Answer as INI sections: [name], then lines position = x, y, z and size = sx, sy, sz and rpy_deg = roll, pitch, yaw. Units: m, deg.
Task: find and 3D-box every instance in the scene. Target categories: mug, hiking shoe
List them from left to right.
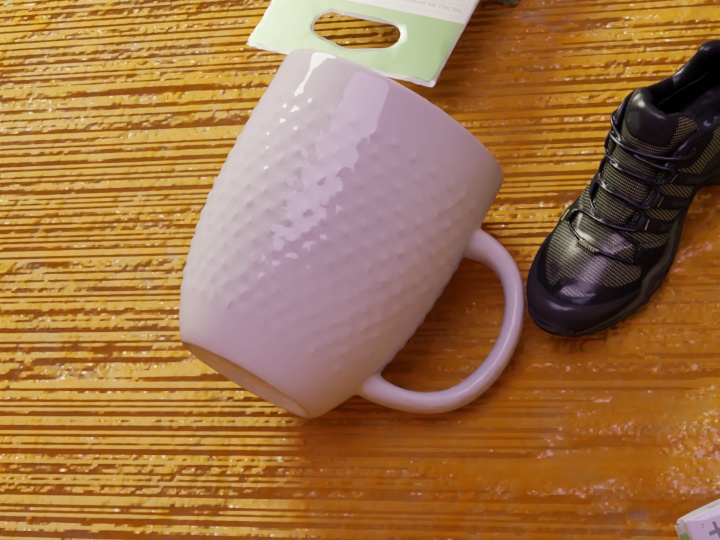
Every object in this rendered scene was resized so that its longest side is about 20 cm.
[mug]
position = 0.000, 0.000, 1.210
size = 0.199, 0.148, 0.176
rpy_deg = 30, 80, 2
[hiking shoe]
position = 0.154, -0.055, 1.198
size = 0.075, 0.101, 0.200
rpy_deg = 30, 73, 34

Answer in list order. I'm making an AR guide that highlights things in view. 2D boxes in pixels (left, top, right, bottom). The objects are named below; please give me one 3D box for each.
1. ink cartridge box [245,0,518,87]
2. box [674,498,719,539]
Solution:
[ink cartridge box]
position = 0.034, -0.199, 1.368
size = 0.145, 0.048, 0.201
rpy_deg = 15, 66, 28
[box]
position = 0.257, 0.166, 0.927
size = 0.175, 0.097, 0.201
rpy_deg = -24, 81, 2
